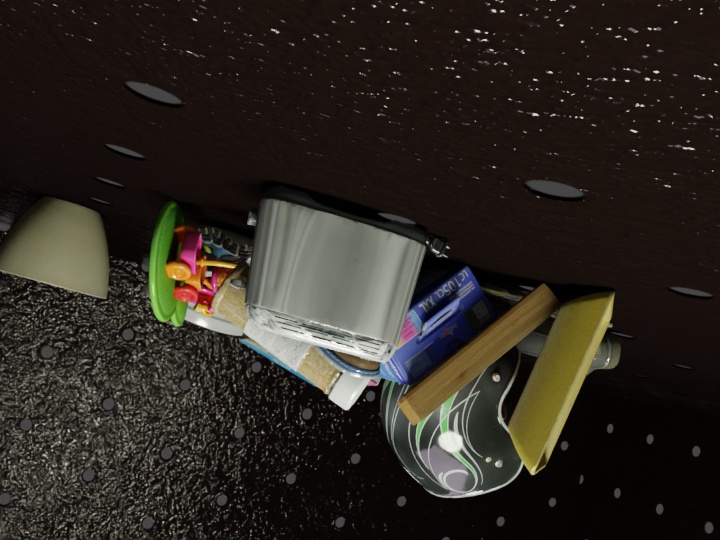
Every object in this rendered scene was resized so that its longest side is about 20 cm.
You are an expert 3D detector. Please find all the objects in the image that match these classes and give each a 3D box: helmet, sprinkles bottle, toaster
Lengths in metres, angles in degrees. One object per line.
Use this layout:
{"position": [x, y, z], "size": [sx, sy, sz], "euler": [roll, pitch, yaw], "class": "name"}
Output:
{"position": [0.122, 0.170, 1.005], "size": [0.197, 0.194, 0.200], "euler": [-18, -166, 5], "class": "helmet"}
{"position": [-0.075, 0.074, 0.889], "size": [0.199, 0.069, 0.068], "euler": [35, 175, 6], "class": "sprinkles bottle"}
{"position": [-0.022, 0.009, 0.747], "size": [0.196, 0.132, 0.114], "euler": [16, 174, -9], "class": "toaster"}

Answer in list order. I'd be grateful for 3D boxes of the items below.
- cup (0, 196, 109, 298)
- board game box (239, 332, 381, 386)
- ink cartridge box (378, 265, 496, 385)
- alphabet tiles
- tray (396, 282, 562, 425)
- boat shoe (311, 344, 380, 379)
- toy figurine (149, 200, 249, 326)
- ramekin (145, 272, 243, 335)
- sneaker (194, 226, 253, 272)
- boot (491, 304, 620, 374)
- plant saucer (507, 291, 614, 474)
{"position": [-0.525, -0.045, 1.363], "size": [0.197, 0.146, 0.200], "euler": [15, 174, 2], "class": "cup"}
{"position": [-0.066, 0.102, 1.082], "size": [0.146, 0.065, 0.199], "euler": [33, 160, -19], "class": "board game box"}
{"position": [0.068, 0.062, 0.919], "size": [0.077, 0.136, 0.200], "euler": [57, 164, -9], "class": "ink cartridge box"}
{"position": [0.226, 0.046, 1.035], "size": [0.197, 0.006, 0.166], "euler": [17, 174, -18], "class": "alphabet tiles"}
{"position": [0.130, 0.096, 0.876], "size": [0.037, 0.199, 0.099], "euler": [50, 170, 10], "class": "tray"}
{"position": [-0.027, 0.031, 0.853], "size": [0.071, 0.073, 0.201], "euler": [8, -147, -39], "class": "boat shoe"}
{"position": [-0.158, 0.010, 1.004], "size": [0.180, 0.152, 0.201], "euler": [5, 146, 0], "class": "toy figurine"}
{"position": [-0.261, 0.022, 1.346], "size": [0.197, 0.107, 0.200], "euler": [24, -174, -3], "class": "ramekin"}
{"position": [-0.146, -0.019, 1.123], "size": [0.197, 0.080, 0.090], "euler": [23, -168, 5], "class": "sneaker"}
{"position": [0.256, 0.105, 1.143], "size": [0.196, 0.074, 0.182], "euler": [7, 164, -8], "class": "boot"}
{"position": [0.221, 0.121, 0.870], "size": [0.048, 0.203, 0.200], "euler": [24, 177, 20], "class": "plant saucer"}
